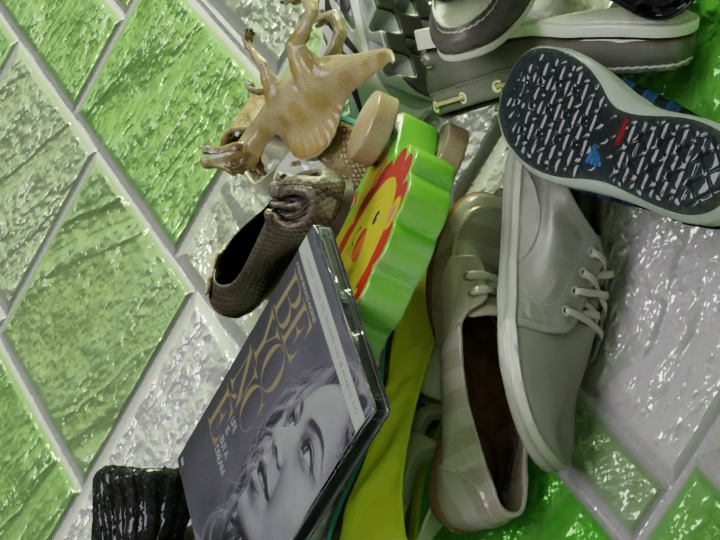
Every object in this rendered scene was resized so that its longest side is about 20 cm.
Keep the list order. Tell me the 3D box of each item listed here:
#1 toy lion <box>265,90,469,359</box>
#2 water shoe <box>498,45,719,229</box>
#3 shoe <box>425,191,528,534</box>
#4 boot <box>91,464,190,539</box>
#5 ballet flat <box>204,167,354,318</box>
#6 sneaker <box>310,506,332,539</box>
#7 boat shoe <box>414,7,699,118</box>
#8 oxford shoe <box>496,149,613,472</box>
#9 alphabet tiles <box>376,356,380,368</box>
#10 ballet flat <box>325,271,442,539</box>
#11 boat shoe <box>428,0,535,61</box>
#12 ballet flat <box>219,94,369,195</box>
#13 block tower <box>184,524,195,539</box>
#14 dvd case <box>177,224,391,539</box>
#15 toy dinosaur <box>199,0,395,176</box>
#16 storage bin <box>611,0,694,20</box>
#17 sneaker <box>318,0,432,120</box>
[{"bbox_3d":[0.000,0.000,1.376,0.200,0.068,0.192,-57,14,36],"label":"toy lion"},{"bbox_3d":[0.154,-0.063,1.271,0.200,0.079,0.072,35,101,48],"label":"water shoe"},{"bbox_3d":[0.077,0.051,1.330,0.053,0.070,0.201,-17,69,63],"label":"shoe"},{"bbox_3d":[-0.119,0.198,1.416,0.211,0.079,0.158,-1,74,55],"label":"boot"},{"bbox_3d":[-0.061,-0.020,1.419,0.200,0.046,0.068,-34,38,63],"label":"ballet flat"},{"bbox_3d":[-0.058,0.134,1.400,0.200,0.080,0.077,163,129,-81],"label":"sneaker"},{"bbox_3d":[0.118,-0.122,1.366,0.201,0.072,0.061,2,102,43],"label":"boat shoe"},{"bbox_3d":[0.114,0.015,1.306,0.058,0.075,0.201,-7,66,23],"label":"oxford shoe"},{"bbox_3d":[0.003,0.017,1.503,0.167,0.006,0.200,-58,37,18],"label":"alphabet tiles"},{"bbox_3d":[0.036,0.095,1.369,0.067,0.067,0.201,7,65,22],"label":"ballet flat"},{"bbox_3d":[0.078,-0.197,1.383,0.067,0.057,0.200,-10,32,30],"label":"boat shoe"},{"bbox_3d":[-0.037,-0.070,1.529,0.065,0.071,0.200,-45,24,-12],"label":"ballet flat"},{"bbox_3d":[-0.079,0.254,1.454,0.054,0.058,0.201,-32,51,43],"label":"block tower"},{"bbox_3d":[-0.049,0.095,1.312,0.200,0.016,0.149,-58,33,33],"label":"dvd case"},{"bbox_3d":[-0.027,-0.124,1.468,0.200,0.058,0.102,-29,61,44],"label":"toy dinosaur"},{"bbox_3d":[0.120,-0.246,1.288,0.135,0.200,0.094,-59,11,15],"label":"storage bin"},{"bbox_3d":[-0.001,-0.177,1.543,0.088,0.074,0.201,-39,49,41],"label":"sneaker"}]
